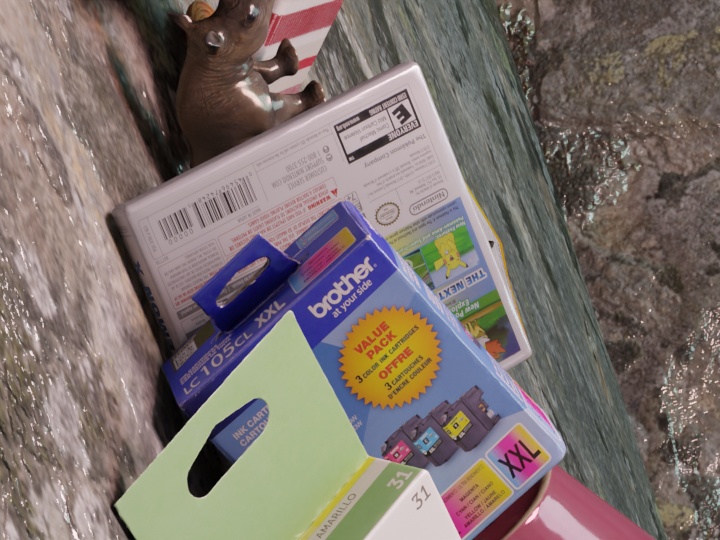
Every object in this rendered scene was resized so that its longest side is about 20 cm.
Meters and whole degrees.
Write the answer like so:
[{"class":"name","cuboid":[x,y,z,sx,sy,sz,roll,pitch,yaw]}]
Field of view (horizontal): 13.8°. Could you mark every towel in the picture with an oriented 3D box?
[{"class":"towel","cuboid":[-0.036,-0.167,1.817,0.023,0.201,0.144,30,16,8]}]

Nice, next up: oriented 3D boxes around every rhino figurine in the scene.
[{"class":"rhino figurine","cuboid":[-0.068,-0.096,1.729,0.060,0.087,0.201,45,-29,43]}]

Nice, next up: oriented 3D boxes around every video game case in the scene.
[{"class":"video game case","cuboid":[-0.018,0.008,1.631,0.022,0.199,0.183,0,-65,61]}]

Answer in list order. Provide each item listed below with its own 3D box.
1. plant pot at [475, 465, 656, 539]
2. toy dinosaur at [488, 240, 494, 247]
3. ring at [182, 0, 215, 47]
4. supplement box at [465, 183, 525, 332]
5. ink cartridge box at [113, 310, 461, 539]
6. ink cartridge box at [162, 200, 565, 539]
[{"class":"plant pot","cuboid":[0.131,0.231,2.012,0.179,0.200,0.200,49,16,-17]},{"class":"toy dinosaur","cuboid":[0.005,0.011,1.971,0.102,0.136,0.200,38,-14,2]},{"class":"ring","cuboid":[-0.077,-0.079,1.937,0.200,0.019,0.202,-21,90,-81]},{"class":"supplement box","cuboid":[0.035,-0.009,2.147,0.200,0.109,0.109,56,17,-52]},{"class":"ink cartridge box","cuboid":[-0.023,0.142,1.461,0.146,0.048,0.201,-48,130,-30]},{"class":"ink cartridge box","cuboid":[-0.009,0.062,1.558,0.200,0.136,0.076,47,3,-18]}]
